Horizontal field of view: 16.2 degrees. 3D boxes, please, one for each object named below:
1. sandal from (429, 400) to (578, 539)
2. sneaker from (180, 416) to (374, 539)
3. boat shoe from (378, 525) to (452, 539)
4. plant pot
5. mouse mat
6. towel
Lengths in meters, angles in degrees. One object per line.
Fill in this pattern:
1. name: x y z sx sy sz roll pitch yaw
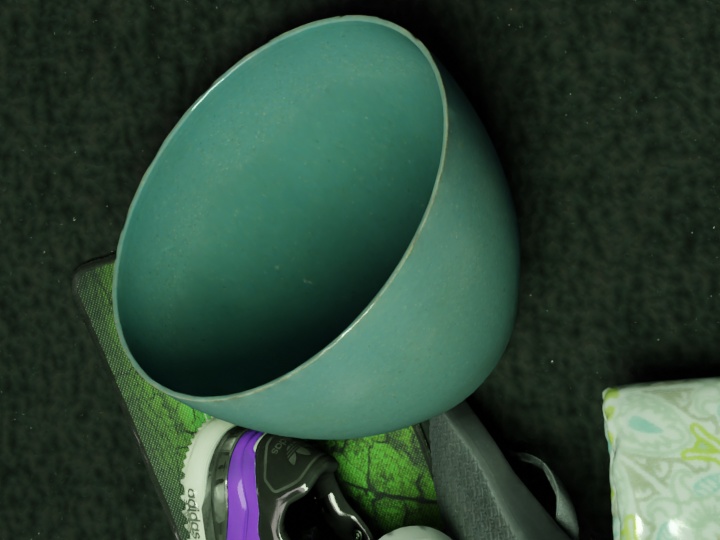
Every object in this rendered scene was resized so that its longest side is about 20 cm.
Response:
1. sandal: 0.088 0.137 1.242 0.043 0.200 0.077 -15 134 -22
2. sneaker: -0.028 0.174 1.309 0.099 0.069 0.202 5 118 35
3. boat shoe: 0.028 0.227 1.269 0.071 0.066 0.202 0 115 -16
4. plant pot: 0.000 0.000 1.205 0.199 0.201 0.135 -30 135 25
5. mouse mat: -0.052 0.070 1.332 0.160 0.008 0.201 -16 104 22
6. towel: 0.207 0.148 1.201 0.170 0.048 0.202 -4 82 0
